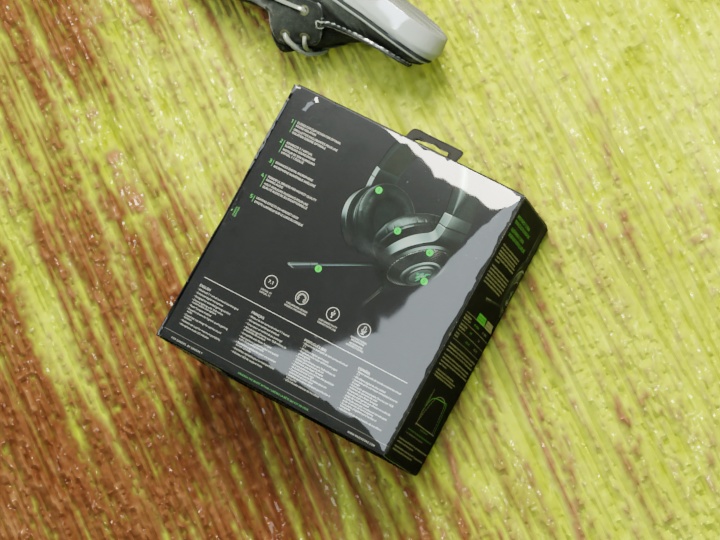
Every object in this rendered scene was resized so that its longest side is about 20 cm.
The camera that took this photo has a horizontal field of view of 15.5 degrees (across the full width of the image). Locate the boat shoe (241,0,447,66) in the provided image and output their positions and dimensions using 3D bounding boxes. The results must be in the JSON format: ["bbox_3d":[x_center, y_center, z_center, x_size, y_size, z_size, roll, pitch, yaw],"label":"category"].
[{"bbox_3d":[-0.032,-0.175,1.748,0.200,0.072,0.071,32,96,28],"label":"boat shoe"}]

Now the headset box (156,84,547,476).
[{"bbox_3d":[0.000,0.000,1.682,0.174,0.093,0.200,26,85,18],"label":"headset box"}]
